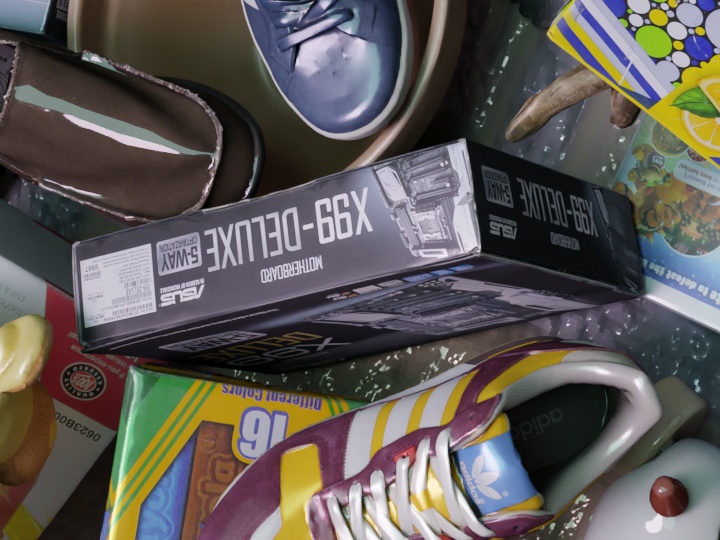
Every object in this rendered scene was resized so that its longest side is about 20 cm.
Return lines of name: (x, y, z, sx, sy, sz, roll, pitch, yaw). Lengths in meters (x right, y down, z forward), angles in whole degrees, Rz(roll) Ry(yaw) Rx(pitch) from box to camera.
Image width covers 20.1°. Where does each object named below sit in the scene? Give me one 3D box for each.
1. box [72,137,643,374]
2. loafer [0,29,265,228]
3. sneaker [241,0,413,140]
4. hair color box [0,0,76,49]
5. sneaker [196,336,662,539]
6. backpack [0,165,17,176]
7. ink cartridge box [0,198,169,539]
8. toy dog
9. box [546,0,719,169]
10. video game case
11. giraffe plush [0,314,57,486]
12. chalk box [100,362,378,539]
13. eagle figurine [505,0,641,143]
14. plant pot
box: (0.000, 0.000, 0.884, 0.199, 0.157, 0.050, -13, 76, 29)
loafer: (-0.135, -0.064, 0.916, 0.199, 0.071, 0.073, 17, 93, 28)
sneaker: (-0.040, -0.151, 0.866, 0.075, 0.084, 0.201, -24, 80, 21)
hair color box: (-0.131, -0.208, 1.019, 0.060, 0.099, 0.201, 12, 88, 27)
sneaker: (0.024, 0.083, 0.803, 0.199, 0.090, 0.075, -30, 97, -14)
backpack: (-0.292, -0.096, 1.063, 0.200, 0.150, 0.178, 43, 103, 29)
ink cartridge box: (-0.208, 0.069, 0.987, 0.200, 0.145, 0.083, -52, 26, 12)
toy dog: (0.103, 0.142, 0.859, 0.131, 0.096, 0.201, 22, 93, 27)
box: (0.173, -0.063, 0.748, 0.200, 0.064, 0.070, 38, 137, -3)
video game case: (0.196, -0.065, 0.885, 0.143, 0.018, 0.201, 26, 95, 26)
giraffe plush: (-0.193, 0.092, 0.878, 0.171, 0.200, 0.163, 13, 76, 5)
chalk box: (-0.057, 0.149, 0.899, 0.123, 0.125, 0.201, 10, 86, -4)
eagle figurine: (0.123, -0.154, 0.876, 0.151, 0.200, 0.152, -3, 125, -2)
plant pot: (-0.031, -0.116, 0.960, 0.200, 0.093, 0.202, -3, 83, 27)
